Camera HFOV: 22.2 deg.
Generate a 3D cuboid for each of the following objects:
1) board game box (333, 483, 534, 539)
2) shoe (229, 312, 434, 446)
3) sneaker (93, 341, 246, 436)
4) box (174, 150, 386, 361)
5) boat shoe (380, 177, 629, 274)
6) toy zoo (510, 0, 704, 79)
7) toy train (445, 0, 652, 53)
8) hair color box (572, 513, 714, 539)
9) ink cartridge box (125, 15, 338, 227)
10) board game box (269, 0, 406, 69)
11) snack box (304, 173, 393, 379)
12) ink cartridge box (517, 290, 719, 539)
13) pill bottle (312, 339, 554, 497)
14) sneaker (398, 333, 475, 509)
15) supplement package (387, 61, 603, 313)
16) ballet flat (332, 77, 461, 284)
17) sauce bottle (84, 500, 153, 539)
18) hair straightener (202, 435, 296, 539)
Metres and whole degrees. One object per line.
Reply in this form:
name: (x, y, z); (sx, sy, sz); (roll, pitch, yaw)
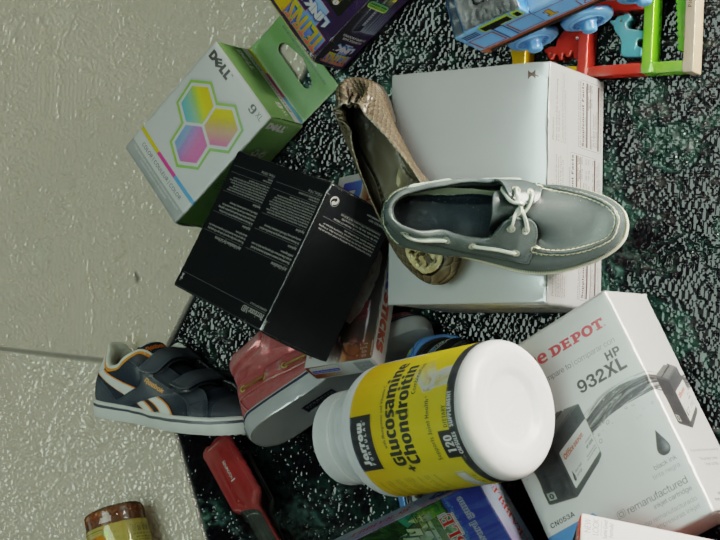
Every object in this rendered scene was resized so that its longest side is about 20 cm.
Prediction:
board game box: (0.075, 0.294, 1.566); (0.199, 0.041, 0.201); (-30, 94, 27)
shoe: (-0.031, 0.073, 1.676); (0.199, 0.071, 0.091); (-32, 54, 14)
sneaker: (-0.178, 0.112, 1.761); (0.199, 0.078, 0.080); (6, 95, 34)
box: (-0.072, -0.016, 1.645); (0.142, 0.079, 0.200); (-62, 30, -3)
boat shoe: (0.113, -0.039, 1.459); (0.198, 0.062, 0.074); (4, 83, 9)
toy zoo: (0.200, -0.231, 1.586); (0.199, 0.020, 0.133); (1, 86, 33)
toy train: (0.167, -0.244, 1.528); (0.199, 0.114, 0.087); (-20, 75, 30)
hair color box: (0.256, 0.263, 1.401); (0.198, 0.111, 0.064); (10, 133, 2)
ink cartridge box: (-0.125, -0.147, 1.760); (0.200, 0.059, 0.104); (-45, 64, 21)
board game box: (-0.027, -0.318, 1.717); (0.165, 0.057, 0.201); (-44, 66, 24)
snack box: (0.000, 0.000, 1.643); (0.071, 0.024, 0.201); (-11, 54, 32)
ink cartridge box: (0.204, 0.138, 1.514); (0.145, 0.083, 0.201); (-34, 70, 27)
pill bottle: (0.054, 0.126, 1.507); (0.199, 0.111, 0.113); (-16, 77, 46)
sneaker: (0.080, 0.155, 1.599); (0.082, 0.071, 0.202); (-7, 79, 38)
supplement package: (0.116, -0.067, 1.572); (0.155, 0.111, 0.202); (-1, 85, 32)
ballet flat: (0.026, -0.077, 1.537); (0.067, 0.046, 0.201); (-34, 68, 28)
sauce bottle: (-0.216, 0.327, 1.774); (0.066, 0.066, 0.202); (-25, 71, 28)
hair straightener: (-0.077, 0.235, 1.692); (0.041, 0.077, 0.200); (-43, 48, 1)
